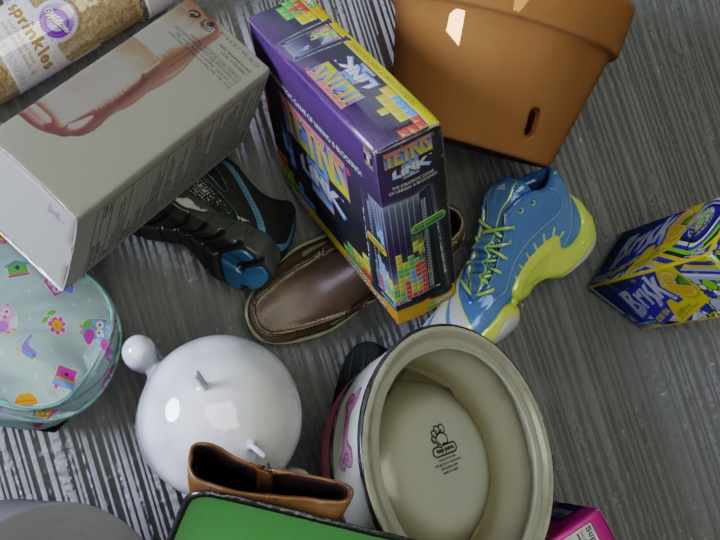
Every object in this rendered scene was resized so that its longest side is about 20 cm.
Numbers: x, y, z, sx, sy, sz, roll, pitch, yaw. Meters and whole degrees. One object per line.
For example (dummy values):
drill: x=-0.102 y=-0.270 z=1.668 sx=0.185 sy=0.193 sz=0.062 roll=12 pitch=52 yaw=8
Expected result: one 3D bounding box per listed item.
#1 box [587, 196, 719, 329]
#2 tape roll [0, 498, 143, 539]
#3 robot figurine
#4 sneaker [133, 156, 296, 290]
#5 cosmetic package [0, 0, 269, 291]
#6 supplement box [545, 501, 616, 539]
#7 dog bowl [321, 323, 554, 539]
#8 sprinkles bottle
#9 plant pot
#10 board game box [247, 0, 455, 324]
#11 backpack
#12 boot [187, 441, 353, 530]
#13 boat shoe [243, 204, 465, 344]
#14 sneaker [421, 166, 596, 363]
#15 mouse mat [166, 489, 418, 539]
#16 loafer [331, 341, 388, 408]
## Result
box: x=0.267 y=-0.003 z=0.900 sx=0.070 sy=0.200 sz=0.065 roll=36 pitch=75 yaw=-7
tape roll: x=-0.223 y=0.258 z=0.744 sx=0.199 sy=0.066 sz=0.202 roll=10 pitch=76 yaw=-46
robot figurine: x=-0.105 y=0.108 z=0.799 sx=0.169 sy=0.200 sz=0.113 roll=38 pitch=75 yaw=-5
sneaker: x=-0.145 y=-0.063 z=0.893 sx=0.199 sy=0.073 sz=0.082 roll=34 pitch=49 yaw=-4
cosmetic package: x=-0.167 y=-0.093 z=0.790 sx=0.087 sy=0.104 sz=0.200 roll=41 pitch=53 yaw=4
supplement box: x=0.116 y=0.279 z=0.878 sx=0.199 sy=0.101 sz=0.104 roll=-27 pitch=88 yaw=-16
dog bowl: x=0.054 y=0.146 z=0.828 sx=0.199 sy=0.074 sz=0.202 roll=15 pitch=66 yaw=-37
sprinkles bottle: x=-0.246 y=-0.193 z=0.877 sx=0.199 sy=0.068 sz=0.069 roll=-36 pitch=91 yaw=-14
plant pot: x=0.107 y=-0.169 z=0.902 sx=0.198 sy=0.200 sz=0.141 roll=15 pitch=95 yaw=-11
board game box: x=-0.007 y=-0.085 z=0.822 sx=0.056 sy=0.166 sz=0.200 roll=-26 pitch=47 yaw=-14
backpack: x=-0.275 y=0.039 z=0.809 sx=0.199 sy=0.127 sz=0.168 roll=30 pitch=74 yaw=-11
boot: x=-0.031 y=0.190 z=0.741 sx=0.187 sy=0.201 sz=0.069 roll=19 pitch=46 yaw=1
boat shoe: x=-0.003 y=-0.006 z=0.903 sx=0.201 sy=0.075 sz=0.075 roll=-30 pitch=90 yaw=-15
sneaker: x=0.109 y=-0.015 z=0.919 sx=0.200 sy=0.075 sz=0.106 roll=-39 pitch=118 yaw=-25
mouse mat: x=-0.061 y=0.218 z=0.719 sx=0.160 sy=0.201 sz=0.008 roll=17 pitch=39 yaw=-14
loafer: x=0.024 y=0.159 z=0.899 sx=0.072 sy=0.072 sz=0.202 roll=6 pitch=75 yaw=-40
